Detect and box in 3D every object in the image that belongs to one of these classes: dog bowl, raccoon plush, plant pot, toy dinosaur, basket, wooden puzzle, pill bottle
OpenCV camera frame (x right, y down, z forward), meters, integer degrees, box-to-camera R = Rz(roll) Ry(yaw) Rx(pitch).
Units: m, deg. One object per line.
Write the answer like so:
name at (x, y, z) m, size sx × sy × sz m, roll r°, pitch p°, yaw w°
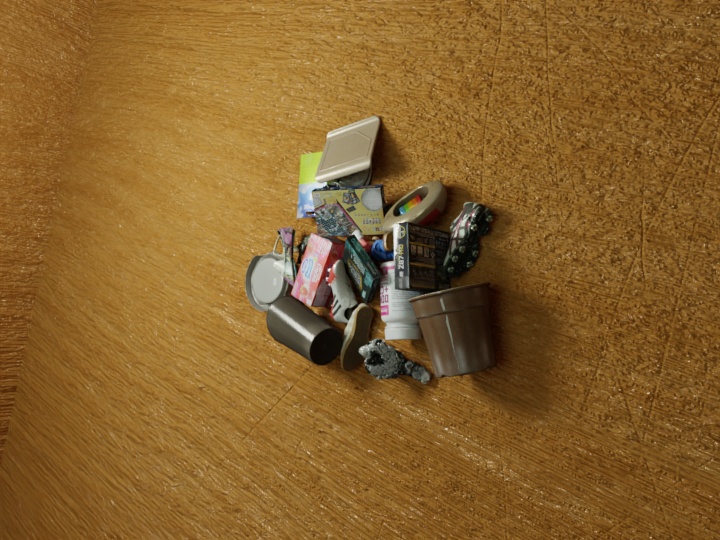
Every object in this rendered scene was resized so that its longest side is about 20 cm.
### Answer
dog bowl at (-0.281, 0.034, 1.993) m, size 0.200 × 0.059 × 0.201 m, roll -4°, pitch 83°, yaw 39°
raccoon plush at (0.086, 0.253, 1.679) m, size 0.200 × 0.134 × 0.097 m, roll 34°, pitch 92°, yaw 3°
plant pot at (0.233, 0.144, 1.490) m, size 0.200 × 0.200 × 0.199 m, roll -17°, pitch 83°, yaw 37°
toy dinosaur at (-0.166, -0.066, 1.923) m, size 0.200 × 0.047 × 0.088 m, roll -23°, pitch 68°, yaw 40°
basket at (-0.153, 0.179, 1.782) m, size 0.136 × 0.180 × 0.200 m, roll -46°, pitch 39°, yaw -16°
wooden puzzle at (-0.032, -0.343, 1.796) m, size 0.185 × 0.037 × 0.200 m, roll -13°, pitch 49°, yaw 29°
pill bottle at (0.109, 0.080, 1.635) m, size 0.113 × 0.113 × 0.201 m, roll -8°, pitch 80°, yaw 38°

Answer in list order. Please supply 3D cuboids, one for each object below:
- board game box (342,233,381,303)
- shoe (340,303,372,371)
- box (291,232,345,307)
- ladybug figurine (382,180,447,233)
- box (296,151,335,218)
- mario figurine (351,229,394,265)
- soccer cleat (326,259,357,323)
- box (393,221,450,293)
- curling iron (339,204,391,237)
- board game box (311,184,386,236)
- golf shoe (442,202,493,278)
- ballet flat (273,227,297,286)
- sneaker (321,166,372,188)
board game box at (0.000, 0.000, 1.690) m, size 0.028 × 0.200 × 0.135 m, roll -30°, pitch 75°, yaw -15°
shoe at (-0.013, 0.187, 1.762) m, size 0.053 × 0.070 × 0.201 m, roll 37°, pitch 111°, yaw 65°
box at (-0.112, 0.000, 1.833) m, size 0.095 × 0.100 × 0.201 m, roll 27°, pitch 103°, yaw 37°
ladybug figurine at (0.146, -0.153, 1.636) m, size 0.200 × 0.072 × 0.136 m, roll -33°, pitch 29°, yaw 20°
box at (-0.134, -0.258, 1.911) m, size 0.122 × 0.048 × 0.201 m, roll -1°, pitch 84°, yaw 39°
mario figurine at (0.054, -0.071, 1.698) m, size 0.200 × 0.106 × 0.124 m, roll -11°, pitch 106°, yaw 60°
soccer cleat at (-0.047, 0.063, 1.768) m, size 0.085 × 0.069 × 0.201 m, roll 18°, pitch 122°, yaw 28°
box at (0.156, -0.027, 1.553) m, size 0.049 × 0.200 × 0.162 m, roll -7°, pitch 82°, yaw 37°
curling iron at (0.006, -0.145, 1.799) m, size 0.200 × 0.026 × 0.050 m, roll -23°, pitch 74°, yaw 35°
board game box at (-0.029, -0.165, 1.741) m, size 0.199 × 0.035 × 0.136 m, roll -1°, pitch 113°, yaw 15°
golf shoe at (0.258, -0.076, 1.570) m, size 0.200 × 0.077 × 0.088 m, roll -63°, pitch 33°, yaw 12°
ballet flat at (-0.229, -0.041, 1.895) m, size 0.069 × 0.071 × 0.201 m, roll 106°, pitch 161°, yaw -64°
sneaker at (-0.041, -0.251, 1.791) m, size 0.076 × 0.115 × 0.201 m, roll 30°, pitch 104°, yaw 37°
